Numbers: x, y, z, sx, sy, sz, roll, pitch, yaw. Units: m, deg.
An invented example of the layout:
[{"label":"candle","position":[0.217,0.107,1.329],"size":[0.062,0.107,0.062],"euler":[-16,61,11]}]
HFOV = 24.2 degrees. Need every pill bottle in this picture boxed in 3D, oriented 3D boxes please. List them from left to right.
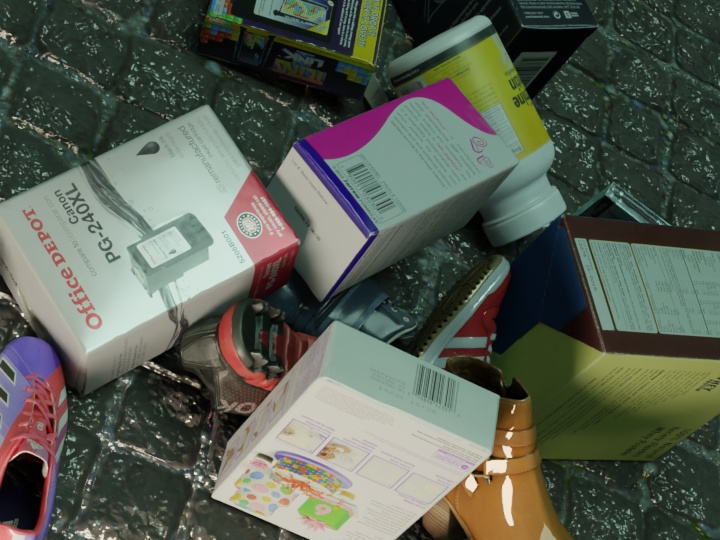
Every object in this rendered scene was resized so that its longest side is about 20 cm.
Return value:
[{"label":"pill bottle","position":[0.115,-0.130,1.587],"size":[0.112,0.112,0.201],"euler":[-35,100,-43]}]

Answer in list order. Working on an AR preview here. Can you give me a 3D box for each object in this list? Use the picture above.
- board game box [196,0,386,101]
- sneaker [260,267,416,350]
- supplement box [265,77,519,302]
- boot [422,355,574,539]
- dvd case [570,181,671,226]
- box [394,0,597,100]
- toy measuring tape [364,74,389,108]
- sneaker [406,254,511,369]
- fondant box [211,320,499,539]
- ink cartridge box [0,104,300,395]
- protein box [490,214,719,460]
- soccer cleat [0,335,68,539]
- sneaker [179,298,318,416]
[{"label":"board game box","position":[-0.058,-0.271,1.615],"size":[0.164,0.057,0.201],"euler":[17,51,-8]},{"label":"sneaker","position":[-0.001,0.001,1.458],"size":[0.146,0.077,0.202],"euler":[37,50,3]},{"label":"supplement box","position":[0.022,-0.071,1.404],"size":[0.200,0.103,0.101],"euler":[-27,73,-42]},{"label":"boot","position":[0.128,0.165,1.308],"size":[0.076,0.156,0.200],"euler":[-13,30,-36]},{"label":"dvd case","position":[0.281,0.007,1.596],"size":[0.200,0.146,0.022],"euler":[38,63,-5]},{"label":"box","position":[0.125,-0.278,1.693],"size":[0.104,0.148,0.201],"euler":[-6,63,-35]},{"label":"toy measuring tape","position":[0.015,-0.121,1.572],"size":[0.073,0.074,0.201],"euler":[-3,52,-34]},{"label":"sneaker","position":[0.095,0.092,1.429],"size":[0.112,0.071,0.200],"euler":[36,80,-9]},{"label":"fondant box","position":[-0.006,0.135,1.279],"size":[0.144,0.200,0.058],"euler":[25,47,-15]},{"label":"ink cartridge box","position":[-0.171,-0.018,1.323],"size":[0.199,0.083,0.146],"euler":[-29,75,-23]},{"label":"protein box","position":[0.220,0.065,1.475],"size":[0.199,0.199,0.136],"euler":[5,57,-30]},{"label":"soccer cleat","position":[-0.242,0.126,1.222],"size":[0.068,0.073,0.201],"euler":[18,51,-20]},{"label":"sneaker","position":[-0.072,0.086,1.349],"size":[0.200,0.097,0.071],"euler":[37,47,-48]}]
